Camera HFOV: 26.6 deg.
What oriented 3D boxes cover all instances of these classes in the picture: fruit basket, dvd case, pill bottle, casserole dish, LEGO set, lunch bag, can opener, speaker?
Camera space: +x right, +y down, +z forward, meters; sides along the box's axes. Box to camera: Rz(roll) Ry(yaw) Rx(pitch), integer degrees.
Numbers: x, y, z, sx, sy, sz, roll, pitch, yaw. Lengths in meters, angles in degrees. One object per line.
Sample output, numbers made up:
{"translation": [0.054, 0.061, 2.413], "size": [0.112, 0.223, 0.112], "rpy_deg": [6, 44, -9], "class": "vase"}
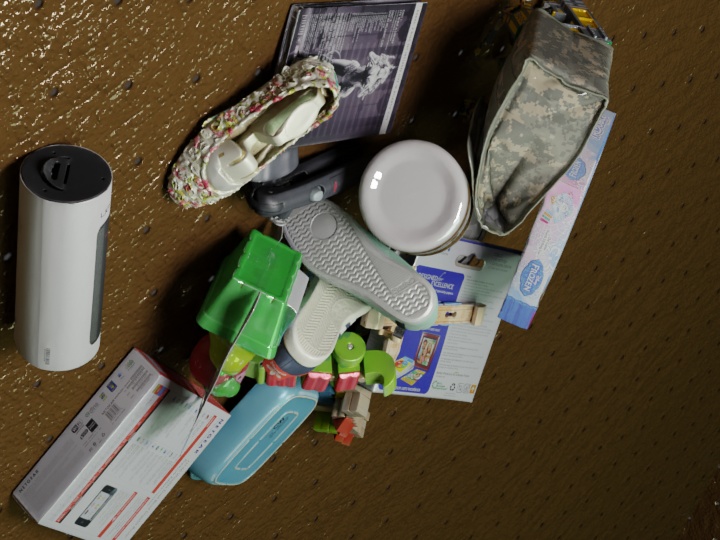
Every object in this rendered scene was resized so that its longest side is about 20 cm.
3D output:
{"translation": [-0.125, 0.070, 1.572], "size": [0.186, 0.093, 0.202], "rpy_deg": [-75, -175, -61], "class": "fruit basket"}
{"translation": [-0.017, -0.200, 1.534], "size": [0.199, 0.016, 0.150], "rpy_deg": [-14, 128, -48], "class": "dvd case"}
{"translation": [0.065, -0.074, 1.634], "size": [0.115, 0.114, 0.200], "rpy_deg": [-52, 173, 4], "class": "pill bottle"}
{"translation": [-0.122, 0.189, 1.804], "size": [0.200, 0.039, 0.121], "rpy_deg": [-48, 158, 9], "class": "casserole dish"}
{"translation": [0.193, -0.238, 1.757], "size": [0.152, 0.116, 0.202], "rpy_deg": [-3, 129, -17], "class": "LEGO set"}
{"translation": [0.178, -0.152, 1.620], "size": [0.165, 0.116, 0.201], "rpy_deg": [-69, -175, -60], "class": "lunch bag"}
{"translation": [-0.046, -0.097, 1.577], "size": [0.199, 0.063, 0.079], "rpy_deg": [-16, 136, -47], "class": "can opener"}
{"translation": [-0.264, -0.010, 1.341], "size": [0.081, 0.081, 0.202], "rpy_deg": [-27, 143, -37], "class": "speaker"}

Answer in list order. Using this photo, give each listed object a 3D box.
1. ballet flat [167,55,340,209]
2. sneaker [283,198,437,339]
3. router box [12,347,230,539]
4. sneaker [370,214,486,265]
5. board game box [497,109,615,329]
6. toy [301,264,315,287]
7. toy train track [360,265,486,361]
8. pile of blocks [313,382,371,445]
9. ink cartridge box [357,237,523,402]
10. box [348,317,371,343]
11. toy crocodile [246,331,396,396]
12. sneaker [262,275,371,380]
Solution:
{"translation": [-0.099, -0.126, 1.435], "size": [0.200, 0.064, 0.076], "rpy_deg": [-42, 126, 0], "class": "ballet flat"}
{"translation": [0.000, 0.001, 1.638], "size": [0.074, 0.200, 0.118], "rpy_deg": [-51, 165, -4], "class": "sneaker"}
{"translation": [-0.252, 0.197, 1.636], "size": [0.201, 0.049, 0.179], "rpy_deg": [-50, 152, -2], "class": "router box"}
{"translation": [0.073, -0.031, 1.820], "size": [0.200, 0.076, 0.116], "rpy_deg": [-45, 154, -7], "class": "sneaker"}
{"translation": [0.230, -0.066, 1.776], "size": [0.201, 0.043, 0.201], "rpy_deg": [-58, 168, -53], "class": "board game box"}
{"translation": [-0.048, 0.048, 1.763], "size": [0.115, 0.047, 0.201], "rpy_deg": [-33, 147, -27], "class": "toy"}
{"translation": [0.082, 0.055, 1.761], "size": [0.198, 0.032, 0.116], "rpy_deg": [-1, 108, -45], "class": "toy train track"}
{"translation": [-0.031, 0.174, 1.870], "size": [0.200, 0.081, 0.063], "rpy_deg": [96, 7, -69], "class": "pile of blocks"}
{"translation": [0.096, 0.054, 1.830], "size": [0.196, 0.047, 0.203], "rpy_deg": [11, 98, -47], "class": "ink cartridge box"}
{"translation": [0.035, 0.079, 1.937], "size": [0.200, 0.035, 0.110], "rpy_deg": [-47, 152, -7], "class": "box"}
{"translation": [-0.056, 0.109, 1.718], "size": [0.197, 0.062, 0.068], "rpy_deg": [5, 145, -9], "class": "toy crocodile"}
{"translation": [-0.048, 0.049, 1.657], "size": [0.084, 0.075, 0.200], "rpy_deg": [-38, -175, 38], "class": "sneaker"}
